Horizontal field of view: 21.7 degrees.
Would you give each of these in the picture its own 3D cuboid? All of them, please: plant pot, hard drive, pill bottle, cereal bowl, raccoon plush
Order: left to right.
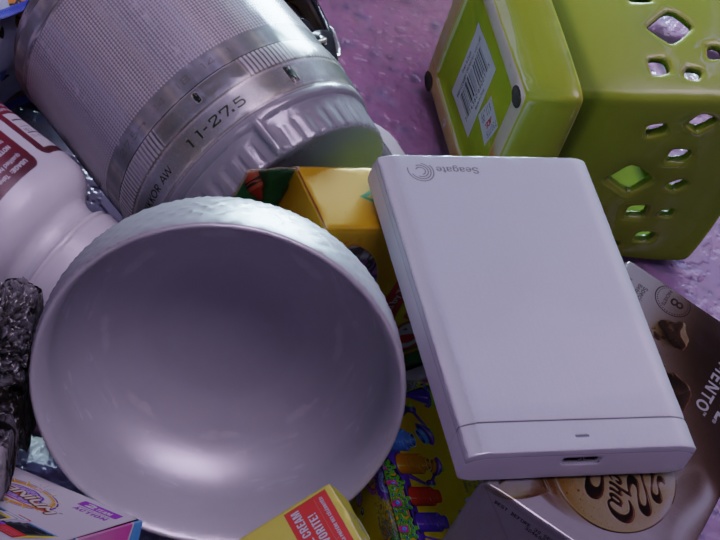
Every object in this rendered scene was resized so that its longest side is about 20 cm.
[{"bbox_3d":[-0.243,0.052,1.001,0.133,0.097,0.200,6,10,-4],"label":"raccoon plush"},{"bbox_3d":[-0.238,-0.047,1.121,0.200,0.113,0.113,38,49,6],"label":"pill bottle"},{"bbox_3d":[-0.076,0.046,1.020,0.199,0.201,0.083,19,24,-10],"label":"cereal bowl"},{"bbox_3d":[0.089,0.020,1.017,0.131,0.027,0.201,0,51,-21],"label":"hard drive"},{"bbox_3d":[0.159,-0.134,1.319,0.181,0.200,0.200,-4,57,-18],"label":"plant pot"}]

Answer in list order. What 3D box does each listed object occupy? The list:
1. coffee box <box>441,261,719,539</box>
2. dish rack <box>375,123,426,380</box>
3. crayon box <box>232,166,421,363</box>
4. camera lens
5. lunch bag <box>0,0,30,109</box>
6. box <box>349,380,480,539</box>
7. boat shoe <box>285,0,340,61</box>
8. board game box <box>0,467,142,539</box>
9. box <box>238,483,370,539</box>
[{"bbox_3d":[0.142,0.103,1.041,0.113,0.080,0.200,34,48,6],"label":"coffee box"},{"bbox_3d":[-0.014,-0.001,1.235,0.171,0.044,0.200,-17,64,-34],"label":"dish rack"},{"bbox_3d":[0.000,0.000,1.110,0.199,0.127,0.051,-1,49,-35],"label":"crayon box"},{"bbox_3d":[-0.102,-0.106,1.142,0.160,0.160,0.200,-25,65,-36],"label":"camera lens"},{"bbox_3d":[-0.229,-0.207,1.242,0.200,0.124,0.170,-32,70,-31],"label":"lunch bag"},{"bbox_3d":[0.085,0.179,1.091,0.192,0.122,0.201,2,54,-23],"label":"box"},{"bbox_3d":[-0.046,-0.147,1.283,0.074,0.061,0.200,2,37,-16],"label":"boat shoe"},{"bbox_3d":[-0.225,0.132,0.937,0.152,0.041,0.200,19,10,23],"label":"board game box"},{"bbox_3d":[-0.077,0.197,0.980,0.199,0.050,0.075,-31,67,0],"label":"box"}]
